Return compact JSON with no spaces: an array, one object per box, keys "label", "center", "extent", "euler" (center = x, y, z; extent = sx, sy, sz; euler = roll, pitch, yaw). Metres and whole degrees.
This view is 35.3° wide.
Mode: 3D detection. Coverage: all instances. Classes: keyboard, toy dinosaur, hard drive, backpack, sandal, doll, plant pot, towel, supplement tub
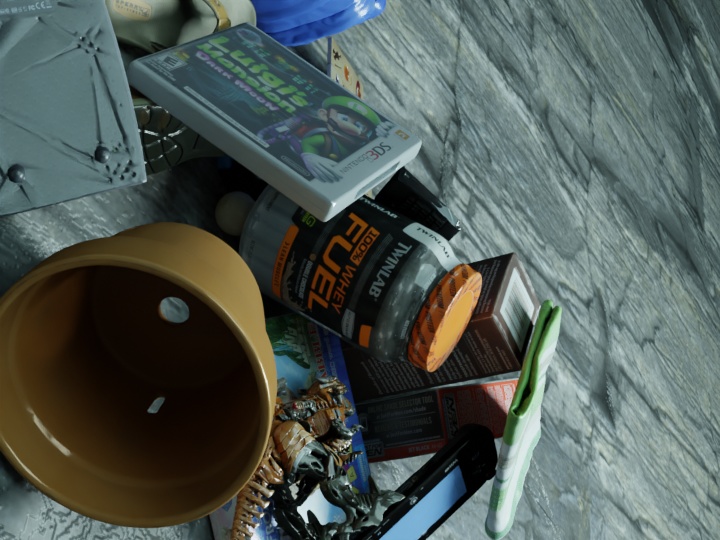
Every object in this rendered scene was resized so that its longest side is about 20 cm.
[{"label":"keyboard","center":[0.017,-0.052,1.066],"extent":[0.127,0.200,0.021],"euler":[43,69,0]},{"label":"toy dinosaur","center":[-0.052,0.164,0.920],"extent":[0.200,0.102,0.136],"euler":[-40,96,-36]},{"label":"hard drive","center":[-0.239,-0.145,0.806],"extent":[0.133,0.042,0.203],"euler":[-17,93,-31]},{"label":"backpack","center":[-0.042,-0.317,1.129],"extent":[0.168,0.161,0.202],"euler":[48,39,-41]},{"label":"sandal","center":[-0.154,-0.219,0.987],"extent":[0.199,0.053,0.082],"euler":[-1,101,-56]},{"label":"doll","center":[-0.091,-0.111,1.069],"extent":[0.137,0.048,0.202],"euler":[50,39,-33]},{"label":"plant pot","center":[-0.148,0.055,0.792],"extent":[0.202,0.198,0.140],"euler":[62,16,-19]},{"label":"towel","center":[0.157,0.146,1.074],"extent":[0.202,0.030,0.150],"euler":[92,17,-47]},{"label":"supplement tub","center":[0.000,0.000,1.003],"extent":[0.123,0.198,0.123],"euler":[-51,159,-29]}]

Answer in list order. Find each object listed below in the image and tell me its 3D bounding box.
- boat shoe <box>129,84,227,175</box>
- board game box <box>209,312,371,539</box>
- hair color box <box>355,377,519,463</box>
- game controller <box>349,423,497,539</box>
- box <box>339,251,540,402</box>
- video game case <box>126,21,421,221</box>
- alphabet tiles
[{"label":"boat shoe","center":[-0.168,-0.131,0.942],"extent":[0.199,0.076,0.074],"euler":[-13,52,-48]},{"label":"board game box","center":[-0.069,0.142,1.000],"extent":[0.199,0.041,0.203],"euler":[-11,86,-59]},{"label":"hair color box","center":[0.086,0.155,1.178],"extent":[0.199,0.110,0.065],"euler":[4,74,-56]},{"label":"game controller","center":[0.050,0.223,1.045],"extent":[0.042,0.200,0.105],"euler":[43,-15,24]},{"label":"box","center":[0.067,0.059,1.104],"extent":[0.075,0.198,0.101],"euler":[60,35,-26]},{"label":"video game case","center":[-0.064,-0.131,0.931],"extent":[0.199,0.024,0.182],"euler":[35,32,10]},{"label":"alphabet tiles","center":[-0.017,-0.135,1.195],"extent":[0.167,0.007,0.203],"euler":[49,38,-59]}]
